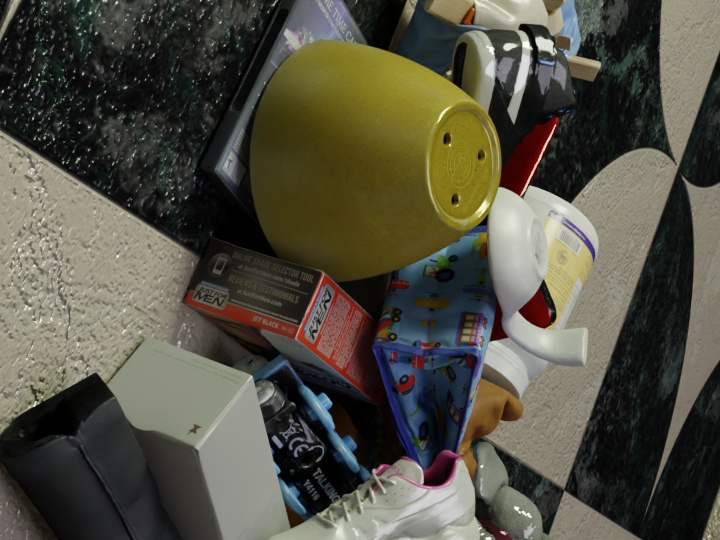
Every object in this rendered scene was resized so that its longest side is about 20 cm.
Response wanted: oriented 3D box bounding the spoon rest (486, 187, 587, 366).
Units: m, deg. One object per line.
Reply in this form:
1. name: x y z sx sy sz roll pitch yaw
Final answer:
1. spoon rest: 0.138 0.013 1.396 0.200 0.060 0.100 58 32 -44

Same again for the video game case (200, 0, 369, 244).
1. video game case: -0.058 -0.138 1.368 0.201 0.019 0.143 -66 154 -16

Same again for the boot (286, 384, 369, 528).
1. boot: -0.063 0.216 1.533 0.144 0.070 0.203 42 65 -55

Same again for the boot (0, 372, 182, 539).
1. boot: -0.214 0.194 1.201 0.165 0.065 0.201 -44 140 -27

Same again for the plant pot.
1. plant pot: 0.029 -0.087 1.330 0.199 0.141 0.202 -6 98 -51

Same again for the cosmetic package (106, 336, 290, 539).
1. cosmetic package: -0.131 0.161 1.304 0.085 0.107 0.201 -50 148 -36

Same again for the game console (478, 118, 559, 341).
1. game console: 0.124 -0.030 1.568 0.118 0.199 0.173 -26 95 -34

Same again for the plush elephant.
1. plush elephant: 0.101 0.253 1.508 0.155 0.199 0.166 -33 99 -52

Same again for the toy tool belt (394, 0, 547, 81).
1. toy tool belt: 0.074 -0.187 1.493 0.122 0.125 0.201 -24 148 -41

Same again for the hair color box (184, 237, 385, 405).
1. hair color box: -0.052 0.047 1.388 0.064 0.110 0.200 -67 153 -13

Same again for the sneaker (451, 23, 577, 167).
1. sneaker: 0.130 -0.119 1.424 0.111 0.073 0.201 -9 135 -19

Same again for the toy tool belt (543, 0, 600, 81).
1. toy tool belt: 0.178 -0.275 1.637 0.125 0.122 0.201 -56 149 -32

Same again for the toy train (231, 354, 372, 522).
1. toy train: -0.052 0.152 1.402 0.086 0.114 0.201 -37 127 -6

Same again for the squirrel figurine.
1. squirrel figurine: 0.056 0.183 1.632 0.188 0.141 0.200 -68 161 -10

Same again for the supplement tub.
1. supplement tub: 0.153 0.025 1.744 0.201 0.144 0.146 -62 152 -20

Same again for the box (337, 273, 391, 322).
1. box: 0.000 0.000 1.510 0.082 0.068 0.201 -49 146 -38

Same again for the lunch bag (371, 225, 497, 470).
1. lunch bag: 0.076 0.080 1.454 0.201 0.093 0.151 82 17 -45

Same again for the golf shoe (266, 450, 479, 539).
1. golf shoe: 0.007 0.199 1.353 0.199 0.075 0.092 -8 106 -30
